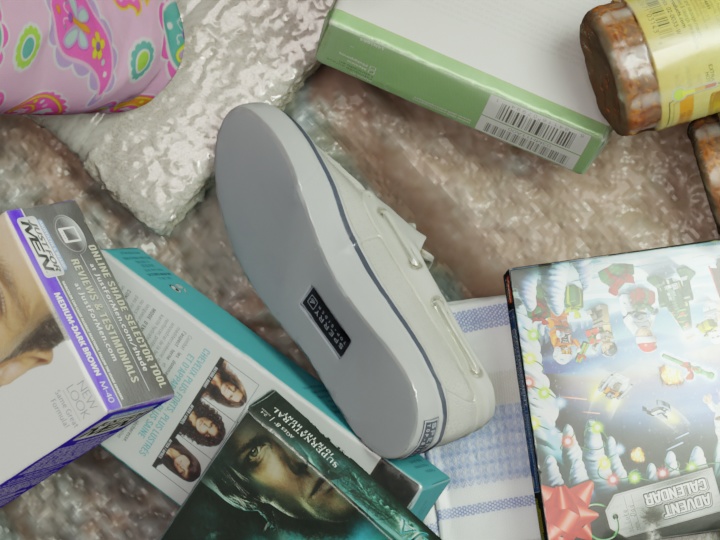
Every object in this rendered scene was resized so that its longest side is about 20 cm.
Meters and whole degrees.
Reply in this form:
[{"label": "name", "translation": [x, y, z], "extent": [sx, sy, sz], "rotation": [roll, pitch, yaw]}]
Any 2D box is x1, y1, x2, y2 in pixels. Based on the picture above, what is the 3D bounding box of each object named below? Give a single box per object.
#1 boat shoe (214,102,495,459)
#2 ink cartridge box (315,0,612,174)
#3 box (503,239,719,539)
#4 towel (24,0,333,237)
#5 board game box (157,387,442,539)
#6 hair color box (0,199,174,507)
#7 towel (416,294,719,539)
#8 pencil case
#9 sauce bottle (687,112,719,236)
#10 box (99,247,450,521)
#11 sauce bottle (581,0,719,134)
[{"label": "boat shoe", "translation": [0.000, 0.000, 1.341], "extent": [0.200, 0.070, 0.071], "rotation": [56, 134, 26]}, {"label": "ink cartridge box", "translation": [0.081, -0.165, 1.364], "extent": [0.145, 0.048, 0.200], "rotation": [23, 66, 0]}, {"label": "box", "translation": [0.175, 0.054, 1.324], "extent": [0.200, 0.040, 0.137], "rotation": [-8, 85, -2]}, {"label": "towel", "translation": [-0.080, -0.129, 1.401], "extent": [0.133, 0.034, 0.200], "rotation": [42, 92, 11]}, {"label": "board game box", "translation": [-0.044, 0.169, 1.316], "extent": [0.135, 0.028, 0.200], "rotation": [41, 124, 11]}, {"label": "hair color box", "translation": [-0.197, 0.062, 1.347], "extent": [0.200, 0.065, 0.109], "rotation": [-33, 80, 27]}, {"label": "towel", "translation": [0.097, 0.105, 1.356], "extent": [0.147, 0.024, 0.200], "rotation": [-10, 85, 5]}, {"label": "pencil case", "translation": [-0.159, -0.116, 1.295], "extent": [0.087, 0.200, 0.088], "rotation": [0, 90, 25]}, {"label": "sauce bottle", "translation": [0.258, -0.071, 1.328], "extent": [0.200, 0.066, 0.066], "rotation": [-15, 82, 7]}, {"label": "box", "translation": [-0.061, 0.077, 1.354], "extent": [0.200, 0.049, 0.082], "rotation": [36, 103, 14]}, {"label": "sauce bottle", "translation": [0.204, -0.118, 1.290], "extent": [0.200, 0.066, 0.066], "rotation": [-17, 82, -5]}]
